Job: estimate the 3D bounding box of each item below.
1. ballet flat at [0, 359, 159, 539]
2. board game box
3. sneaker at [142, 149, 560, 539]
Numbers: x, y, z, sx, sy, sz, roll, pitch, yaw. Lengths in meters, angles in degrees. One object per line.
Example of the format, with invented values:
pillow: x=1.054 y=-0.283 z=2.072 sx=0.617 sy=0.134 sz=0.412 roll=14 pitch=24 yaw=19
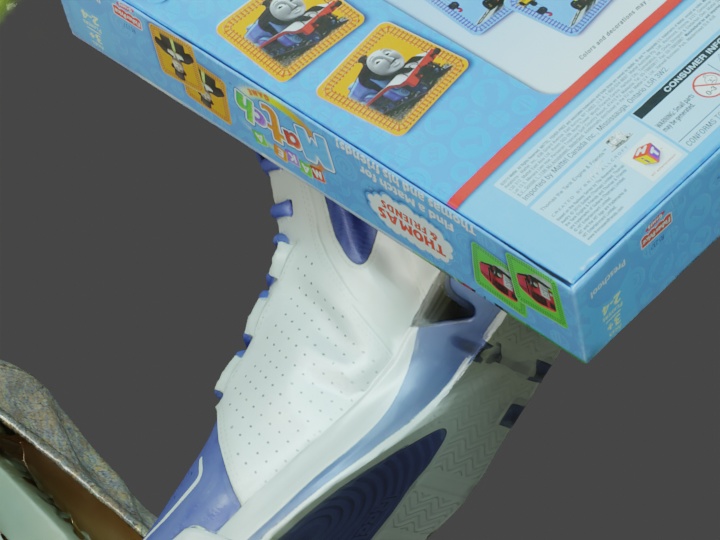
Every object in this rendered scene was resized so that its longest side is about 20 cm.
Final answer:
ballet flat: x=-0.081 y=0.100 z=0.901 sx=0.200 sy=0.067 sz=0.068 roll=39 pitch=102 yaw=25
board game box: x=0.036 y=-0.078 z=0.830 sx=0.200 sy=0.037 sz=0.151 roll=34 pitch=64 yaw=32
sneaker: x=0.000 y=-0.001 z=0.874 sx=0.199 sy=0.081 sz=0.115 roll=-49 pitch=62 yaw=5
